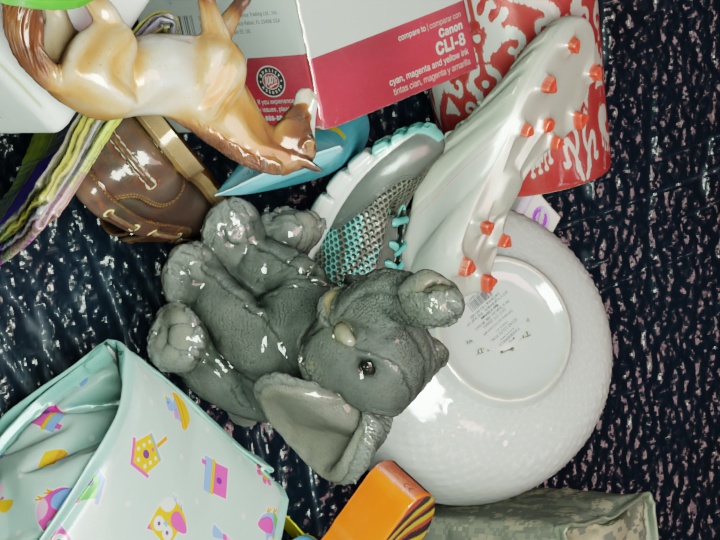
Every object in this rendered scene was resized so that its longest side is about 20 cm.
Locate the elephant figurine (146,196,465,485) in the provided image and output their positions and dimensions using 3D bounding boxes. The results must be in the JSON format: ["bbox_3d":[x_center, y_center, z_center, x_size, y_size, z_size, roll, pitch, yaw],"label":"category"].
[{"bbox_3d":[-0.013,0.049,1.648,0.155,0.200,0.142,14,98,-58],"label":"elephant figurine"}]

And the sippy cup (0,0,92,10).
[{"bbox_3d":[-0.178,-0.212,1.390,0.130,0.140,0.178,-16,104,-45],"label":"sippy cup"}]

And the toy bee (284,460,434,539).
[{"bbox_3d":[-0.025,0.203,1.812,0.131,0.200,0.109,63,13,18],"label":"toy bee"}]

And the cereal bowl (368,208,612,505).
[{"bbox_3d":[0.074,0.047,1.846,0.200,0.083,0.200,5,76,-21],"label":"cereal bowl"}]

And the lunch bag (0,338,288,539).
[{"bbox_3d":[-0.144,0.159,1.673,0.170,0.122,0.200,45,68,-34],"label":"lunch bag"}]

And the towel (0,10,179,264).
[{"bbox_3d":[-0.168,-0.064,1.597,0.023,0.200,0.144,35,68,-13],"label":"towel"}]

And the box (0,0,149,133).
[{"bbox_3d":[-0.216,-0.206,1.551,0.200,0.171,0.199,47,61,-32],"label":"box"}]

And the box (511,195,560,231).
[{"bbox_3d":[0.067,0.033,1.920,0.039,0.041,0.200,45,63,-34],"label":"box"}]

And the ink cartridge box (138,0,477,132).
[{"bbox_3d":[-0.044,-0.196,1.732,0.145,0.145,0.200,-24,108,-41],"label":"ink cartridge box"}]

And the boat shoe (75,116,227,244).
[{"bbox_3d":[-0.123,-0.049,1.676,0.070,0.070,0.200,-41,166,0],"label":"boat shoe"}]

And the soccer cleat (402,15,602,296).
[{"bbox_3d":[0.079,-0.076,1.797,0.200,0.078,0.069,-62,143,-11],"label":"soccer cleat"}]

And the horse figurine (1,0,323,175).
[{"bbox_3d":[-0.109,-0.120,1.495,0.200,0.050,0.133,4,85,-36],"label":"horse figurine"}]

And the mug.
[{"bbox_3d":[0.112,-0.161,1.892,0.177,0.133,0.200,-21,107,-40],"label":"mug"}]

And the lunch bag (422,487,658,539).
[{"bbox_3d":[0.106,0.246,1.880,0.118,0.164,0.200,-16,102,-47],"label":"lunch bag"}]

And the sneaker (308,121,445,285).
[{"bbox_3d":[0.000,0.000,1.763,0.200,0.091,0.078,-53,172,20],"label":"sneaker"}]

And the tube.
[{"bbox_3d":[-0.033,-0.072,1.737,0.050,0.077,0.200,63,11,-6],"label":"tube"}]
